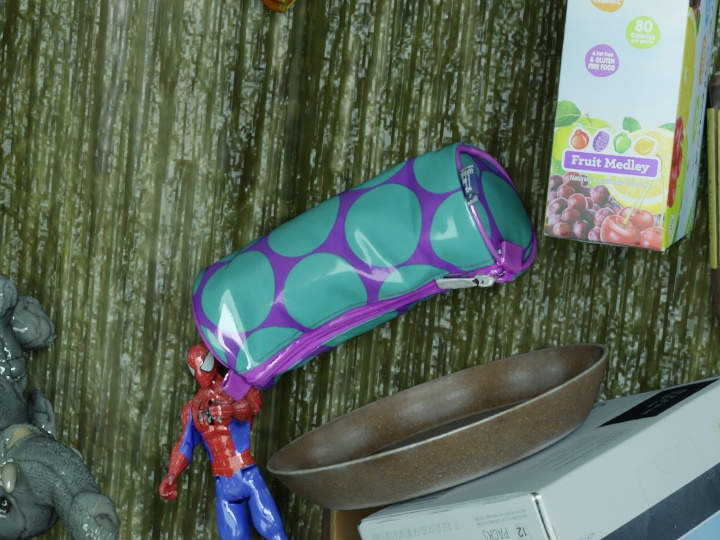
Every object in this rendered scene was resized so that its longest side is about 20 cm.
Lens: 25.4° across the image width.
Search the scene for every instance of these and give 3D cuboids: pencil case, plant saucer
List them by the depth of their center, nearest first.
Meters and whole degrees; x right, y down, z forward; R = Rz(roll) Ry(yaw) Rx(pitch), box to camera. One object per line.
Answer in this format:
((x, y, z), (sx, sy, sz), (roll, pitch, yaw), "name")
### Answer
((0.047, 0.089, 0.881), (0.199, 0.200, 0.035), (-18, 94, 20), "plant saucer")
((0.000, 0.000, 0.949), (0.199, 0.085, 0.093), (-26, 52, 20), "pencil case")

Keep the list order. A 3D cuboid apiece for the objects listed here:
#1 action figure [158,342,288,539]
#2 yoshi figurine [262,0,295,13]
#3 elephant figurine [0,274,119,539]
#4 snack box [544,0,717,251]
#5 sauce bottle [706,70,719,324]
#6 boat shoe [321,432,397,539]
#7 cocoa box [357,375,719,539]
((-0.082, 0.144, 0.987), (0.065, 0.099, 0.202), (-17, 86, 18), "action figure")
((-0.108, -0.246, 0.979), (0.199, 0.113, 0.112), (31, 145, 0), "yoshi figurine")
((-0.237, 0.118, 1.012), (0.141, 0.155, 0.201), (-26, 76, -3), "elephant figurine")
((0.150, -0.118, 0.844), (0.067, 0.169, 0.202), (8, 96, 15), "snack box")
((0.224, -0.010, 0.883), (0.064, 0.065, 0.202), (1, 97, 19), "sauce bottle")
((0.005, 0.203, 0.973), (0.070, 0.070, 0.202), (-22, 70, 61), "boat shoe")
((0.124, 0.153, 0.841), (0.133, 0.199, 0.132), (-18, 91, 45), "cocoa box")
